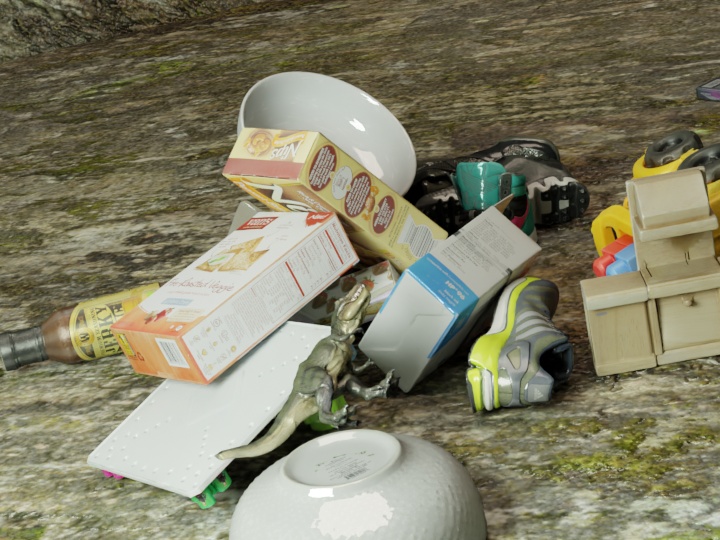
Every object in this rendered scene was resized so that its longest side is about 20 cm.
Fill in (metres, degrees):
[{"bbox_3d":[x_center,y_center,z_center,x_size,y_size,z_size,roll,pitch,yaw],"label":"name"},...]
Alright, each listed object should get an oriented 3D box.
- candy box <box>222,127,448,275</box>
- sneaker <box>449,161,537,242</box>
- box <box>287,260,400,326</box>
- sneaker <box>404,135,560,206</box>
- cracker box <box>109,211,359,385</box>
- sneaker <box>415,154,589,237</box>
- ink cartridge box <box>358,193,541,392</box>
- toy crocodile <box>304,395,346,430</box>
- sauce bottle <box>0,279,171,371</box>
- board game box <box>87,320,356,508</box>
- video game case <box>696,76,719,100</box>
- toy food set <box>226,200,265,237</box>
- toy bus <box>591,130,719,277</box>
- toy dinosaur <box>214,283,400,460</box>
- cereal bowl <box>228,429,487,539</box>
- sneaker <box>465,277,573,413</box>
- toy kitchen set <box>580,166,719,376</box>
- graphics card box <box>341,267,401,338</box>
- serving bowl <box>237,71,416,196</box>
[{"bbox_3d":[-0.022,-0.064,1.576,0.115,0.200,0.056,7,68,47],"label":"candy box"},{"bbox_3d":[0.125,-0.053,1.743,0.083,0.122,0.200,0,24,31],"label":"sneaker"},{"bbox_3d":[-0.053,0.046,1.606,0.199,0.041,0.039,-20,61,10],"label":"box"},{"bbox_3d":[0.137,-0.101,1.943,0.198,0.077,0.114,-9,21,17],"label":"sneaker"},{"bbox_3d":[-0.116,0.021,1.515,0.200,0.058,0.134,-39,23,-29],"label":"cracker box"},{"bbox_3d":[0.155,-0.087,1.877,0.198,0.067,0.091,-9,38,-5],"label":"sneaker"},{"bbox_3d":[0.096,0.018,1.561,0.068,0.116,0.200,41,42,12],"label":"ink cartridge box"},{"bbox_3d":[-0.060,0.103,1.509,0.061,0.068,0.200,-23,20,-15],"label":"toy crocodile"},{"bbox_3d":[-0.283,0.063,1.746,0.199,0.065,0.065,-16,20,-8],"label":"sauce bottle"},{"bbox_3d":[-0.122,0.119,1.437,0.200,0.026,0.199,-45,26,-25],"label":"board game box"},{"bbox_3d":[0.567,-0.249,2.182,0.142,0.019,0.199,-25,25,-32],"label":"video game case"},{"bbox_3d":[-0.066,-0.061,1.838,0.199,0.144,0.060,-27,66,-35],"label":"toy food set"},{"bbox_3d":[0.294,-0.029,1.607,0.191,0.136,0.200,-32,21,-8],"label":"toy bus"},{"bbox_3d":[-0.025,0.096,1.329,0.088,0.048,0.200,13,49,32],"label":"toy dinosaur"},{"bbox_3d":[-0.007,0.178,1.251,0.198,0.084,0.200,-10,19,3],"label":"cereal bowl"},{"bbox_3d":[0.157,0.070,1.490,0.080,0.074,0.200,6,31,18],"label":"sneaker"},{"bbox_3d":[0.294,0.018,1.396,0.198,0.164,0.181,-10,20,4],"label":"toy kitchen set"},{"bbox_3d":[0.000,0.000,1.719,0.125,0.051,0.200,-43,31,-15],"label":"graphics card box"},{"bbox_3d":[-0.043,-0.119,1.746,0.199,0.066,0.201,15,43,-15],"label":"serving bowl"}]
